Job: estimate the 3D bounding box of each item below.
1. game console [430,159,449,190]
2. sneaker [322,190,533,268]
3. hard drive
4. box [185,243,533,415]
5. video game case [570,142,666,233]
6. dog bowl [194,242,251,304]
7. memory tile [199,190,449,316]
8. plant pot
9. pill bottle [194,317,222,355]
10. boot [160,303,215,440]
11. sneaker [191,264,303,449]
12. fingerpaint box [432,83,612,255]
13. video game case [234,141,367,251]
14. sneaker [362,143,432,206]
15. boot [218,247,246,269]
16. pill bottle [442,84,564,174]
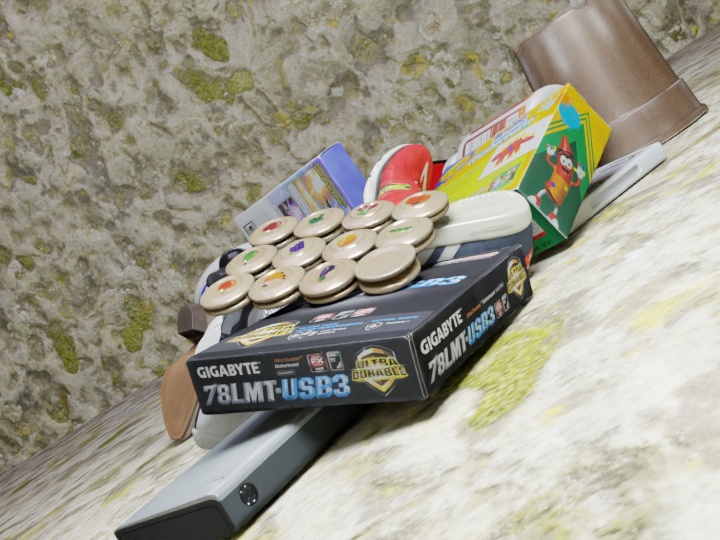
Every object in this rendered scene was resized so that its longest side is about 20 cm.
[{"bbox_3d":[0.174,-0.101,1.273,0.197,0.120,0.173,-8,35,-2],"label":"game console"},{"bbox_3d":[0.056,-0.010,0.777,0.197,0.085,0.075,-6,29,17],"label":"sneaker"},{"bbox_3d":[-0.074,0.136,0.659,0.139,0.033,0.200,-30,4,41],"label":"hard drive"},{"bbox_3d":[0.005,0.043,0.660,0.198,0.050,0.198,-10,13,35],"label":"box"},{"bbox_3d":[0.214,-0.064,0.968,0.181,0.023,0.199,-34,5,-29],"label":"video game case"},{"bbox_3d":[-0.179,0.049,1.504,0.198,0.079,0.202,-21,-40,-19],"label":"dog bowl"},{"bbox_3d":[-0.030,-0.017,0.728,0.198,0.017,0.154,-8,28,27],"label":"memory tile"},{"bbox_3d":[0.310,-0.243,1.142,0.199,0.200,0.200,-32,3,2],"label":"plant pot"},{"bbox_3d":[-0.132,0.092,1.096,0.113,0.115,0.200,-31,4,13],"label":"pill bottle"},{"bbox_3d":[-0.197,0.138,1.197,0.069,0.203,0.146,-6,-19,28],"label":"boot"},{"bbox_3d":[-0.115,0.070,0.840,0.075,0.114,0.201,10,-58,-40],"label":"sneaker"},{"bbox_3d":[0.142,-0.072,0.892,0.199,0.073,0.168,-32,21,50],"label":"fingerpaint box"},{"bbox_3d":[-0.030,-0.019,0.999,0.181,0.201,0.045,-28,10,47],"label":"video game case"},{"bbox_3d":[0.047,-0.058,0.890,0.084,0.077,0.201,-12,38,36],"label":"sneaker"},{"bbox_3d":[-0.153,0.045,1.323,0.073,0.200,0.162,-33,-3,-3],"label":"boot"},{"bbox_3d":[0.189,-0.137,1.073,0.112,0.113,0.199,-34,4,-32],"label":"pill bottle"}]
